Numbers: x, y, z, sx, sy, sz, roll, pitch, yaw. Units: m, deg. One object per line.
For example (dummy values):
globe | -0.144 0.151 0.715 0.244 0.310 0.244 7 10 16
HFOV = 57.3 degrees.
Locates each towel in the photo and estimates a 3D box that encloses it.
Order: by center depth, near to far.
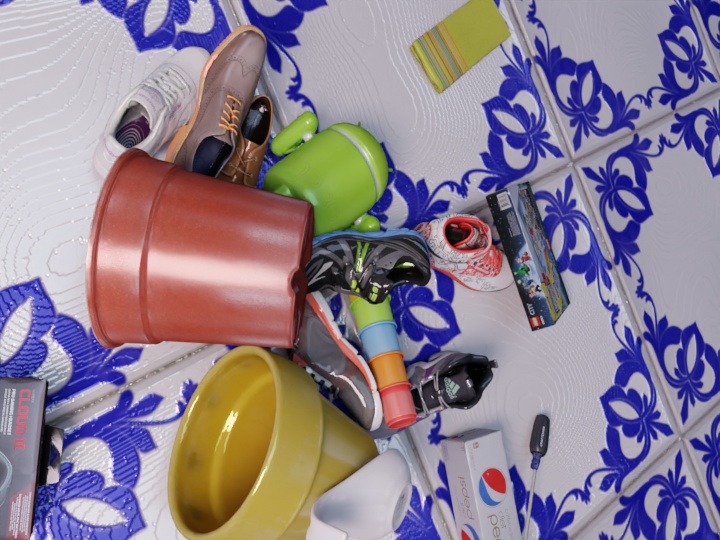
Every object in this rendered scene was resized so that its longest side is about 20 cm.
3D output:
towel | 0.162 -0.365 1.045 0.199 0.018 0.087 -42 107 -27

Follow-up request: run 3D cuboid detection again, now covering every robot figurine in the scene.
robot figurine | -0.044 -0.108 0.836 0.199 0.115 0.178 -40 101 -27

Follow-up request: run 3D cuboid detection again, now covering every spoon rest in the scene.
spoon rest | 0.001 0.242 0.672 0.199 0.059 0.103 5 100 -66

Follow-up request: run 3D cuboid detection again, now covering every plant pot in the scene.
plant pot | -0.150 -0.008 0.681 0.188 0.201 0.208 8 76 0
plant pot | -0.082 0.210 0.728 0.187 0.198 0.207 30 68 -35

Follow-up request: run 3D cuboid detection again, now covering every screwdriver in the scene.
screwdriver | 0.246 0.300 0.944 0.029 0.028 0.203 38 54 -20

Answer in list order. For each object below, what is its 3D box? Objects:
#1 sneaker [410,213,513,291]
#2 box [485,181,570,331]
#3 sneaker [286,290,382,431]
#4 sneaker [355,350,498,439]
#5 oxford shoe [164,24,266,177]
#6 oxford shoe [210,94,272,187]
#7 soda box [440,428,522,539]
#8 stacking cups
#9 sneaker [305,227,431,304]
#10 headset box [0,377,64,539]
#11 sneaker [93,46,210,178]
sneaker | 0.167 -0.021 0.934 0.196 0.107 0.069 19 73 -23
box | 0.253 -0.027 0.982 0.136 0.037 0.206 -19 90 -62
sneaker | -0.049 0.118 0.809 0.081 0.077 0.202 -27 74 -27
sneaker | 0.094 0.155 0.846 0.197 0.139 0.080 -28 94 -28
oxford shoe | -0.154 -0.179 0.757 0.070 0.073 0.204 17 106 -44
oxford shoe | -0.153 -0.126 0.809 0.070 0.071 0.206 19 75 -24
soda box | 0.169 0.326 0.901 0.066 0.063 0.207 -8 86 -28
stacking cups | 0.025 0.096 0.834 0.059 0.061 0.206 -1 63 -26
sneaker | 0.000 0.000 0.798 0.193 0.072 0.084 -8 54 -19
headset box | -0.391 0.178 0.630 0.194 0.077 0.154 7 78 -24
sneaker | -0.228 -0.190 0.765 0.074 0.099 0.203 36 66 -14
